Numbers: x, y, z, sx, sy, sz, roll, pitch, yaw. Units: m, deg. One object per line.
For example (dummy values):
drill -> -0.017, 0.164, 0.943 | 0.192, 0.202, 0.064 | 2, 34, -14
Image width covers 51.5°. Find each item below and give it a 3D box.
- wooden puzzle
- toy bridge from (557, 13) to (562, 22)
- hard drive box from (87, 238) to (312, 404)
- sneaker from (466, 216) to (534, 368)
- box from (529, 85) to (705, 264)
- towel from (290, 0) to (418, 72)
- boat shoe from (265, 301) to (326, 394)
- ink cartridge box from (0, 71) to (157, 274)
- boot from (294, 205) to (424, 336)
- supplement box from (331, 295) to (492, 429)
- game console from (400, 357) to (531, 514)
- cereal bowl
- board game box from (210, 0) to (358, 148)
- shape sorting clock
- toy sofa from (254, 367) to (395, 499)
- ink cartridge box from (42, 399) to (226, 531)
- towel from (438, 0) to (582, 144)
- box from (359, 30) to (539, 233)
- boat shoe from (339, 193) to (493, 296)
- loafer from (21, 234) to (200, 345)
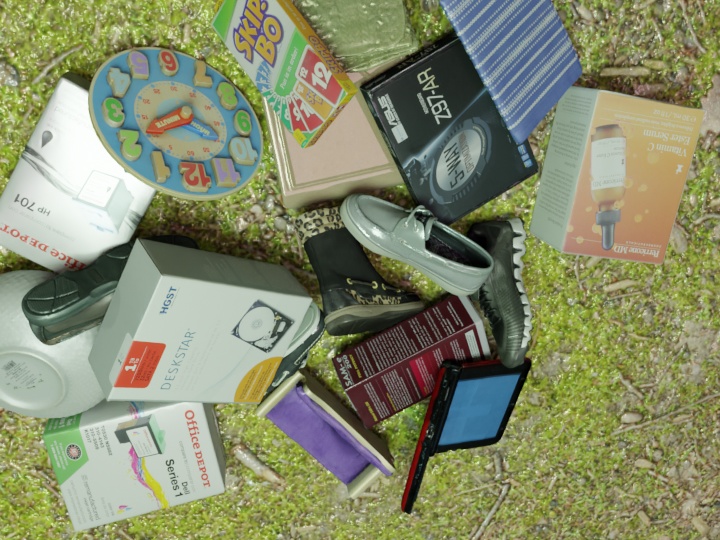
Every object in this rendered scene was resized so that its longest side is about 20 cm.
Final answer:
wooden puzzle -> -0.024, -0.189, 0.920 | 0.182, 0.037, 0.203 | -13, 114, -7
toy bridge -> 0.177, -0.245, 0.942 | 0.200, 0.027, 0.067 | -44, 111, 5
hard drive box -> -0.176, 0.064, 0.833 | 0.198, 0.077, 0.157 | 10, 115, -43
sneaker -> 0.171, 0.025, 0.970 | 0.089, 0.066, 0.203 | 4, 73, -13
box -> 0.326, -0.124, 0.968 | 0.150, 0.106, 0.203 | 5, 106, -13
towel -> -0.026, -0.324, 0.848 | 0.146, 0.036, 0.203 | -17, 93, -6
boat shoe -> -0.100, 0.103, 0.947 | 0.060, 0.076, 0.199 | 32, 137, -27
ink cartridge box -> -0.315, -0.100, 0.860 | 0.145, 0.086, 0.202 | 28, 99, -20
boot -> 0.000, 0.000, 0.944 | 0.073, 0.199, 0.152 | -30, 76, 32
supplement box -> 0.071, 0.121, 0.999 | 0.198, 0.061, 0.109 | -27, 138, -3
game console -> 0.140, 0.223, 1.000 | 0.117, 0.173, 0.202 | 16, 133, 9
cereal bowl -> -0.381, 0.103, 0.879 | 0.197, 0.084, 0.202 | 0, 126, 0
board game box -> -0.092, -0.244, 0.825 | 0.201, 0.030, 0.095 | 55, 132, 7
shape sorting clock -> -0.196, -0.165, 0.821 | 0.199, 0.202, 0.039 | 32, 141, -19
toy sofa -> -0.047, 0.219, 1.007 | 0.083, 0.098, 0.200 | -42, 110, 5
ink cartridge box -> -0.285, 0.231, 0.970 | 0.197, 0.084, 0.147 | -13, 109, -8
towel -> 0.181, -0.270, 0.877 | 0.145, 0.024, 0.201 | -47, 119, -19
box -> 0.112, -0.172, 0.915 | 0.159, 0.044, 0.202 | -29, 115, -2
boat shoe -> 0.072, -0.044, 0.900 | 0.199, 0.071, 0.072 | 30, 142, -6
loafer -> -0.272, 0.020, 0.834 | 0.198, 0.072, 0.063 | -24, 142, -26
